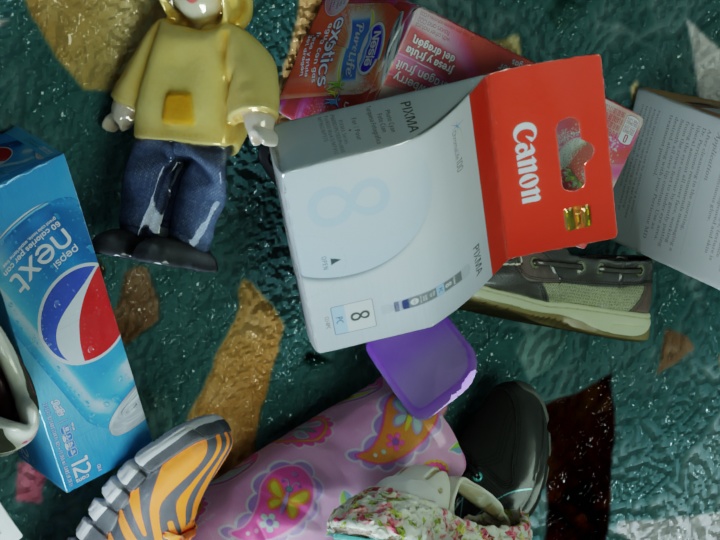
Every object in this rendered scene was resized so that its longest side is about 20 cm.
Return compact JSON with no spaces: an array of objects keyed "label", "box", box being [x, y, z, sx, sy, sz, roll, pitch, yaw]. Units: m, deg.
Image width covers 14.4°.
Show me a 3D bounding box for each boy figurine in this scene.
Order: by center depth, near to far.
[{"label":"boy figurine","box":[-0.095,-0.099,1.646,0.064,0.124,0.200,8,95,-53]}]

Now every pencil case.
[{"label":"pencil case","box":[-0.033,0.145,1.793,0.200,0.087,0.087,-34,121,-19]}]

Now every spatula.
[{"label":"spatula","box":[0.000,0.000,1.764,0.057,0.021,0.200,-36,103,-2]}]

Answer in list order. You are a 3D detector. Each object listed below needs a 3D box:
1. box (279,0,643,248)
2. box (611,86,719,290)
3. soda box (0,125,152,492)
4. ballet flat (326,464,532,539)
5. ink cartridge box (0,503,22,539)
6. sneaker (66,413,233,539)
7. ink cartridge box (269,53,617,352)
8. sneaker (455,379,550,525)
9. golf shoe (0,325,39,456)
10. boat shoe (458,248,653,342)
[{"label":"box","box":[0.062,-0.096,1.761,0.200,0.100,0.096,22,93,-37]},{"label":"box","box":[0.283,-0.038,1.862,0.152,0.200,0.106,8,102,-35]},{"label":"soda box","box":[-0.185,0.023,1.660,0.064,0.068,0.200,-27,119,-23]},{"label":"ballet flat","box":[0.044,0.155,1.765,0.200,0.076,0.064,28,72,-56]},{"label":"ink cartridge box","box":[-0.310,0.157,1.577,0.200,0.147,0.083,-40,125,-15]},{"label":"sneaker","box":[-0.118,0.184,1.699,0.200,0.112,0.078,-51,160,22]},{"label":"ink cartridge box","box":[0.055,-0.038,1.686,0.200,0.047,0.160,-12,137,-2]},{"label":"sneaker","box":[0.057,0.161,1.862,0.079,0.075,0.200,24,92,-34]},{"label":"golf shoe","box":[-0.241,0.016,1.592,0.077,0.088,0.200,-41,103,-22]},{"label":"boat shoe","box":[0.107,0.000,1.847,0.201,0.072,0.066,13,85,-32]}]
